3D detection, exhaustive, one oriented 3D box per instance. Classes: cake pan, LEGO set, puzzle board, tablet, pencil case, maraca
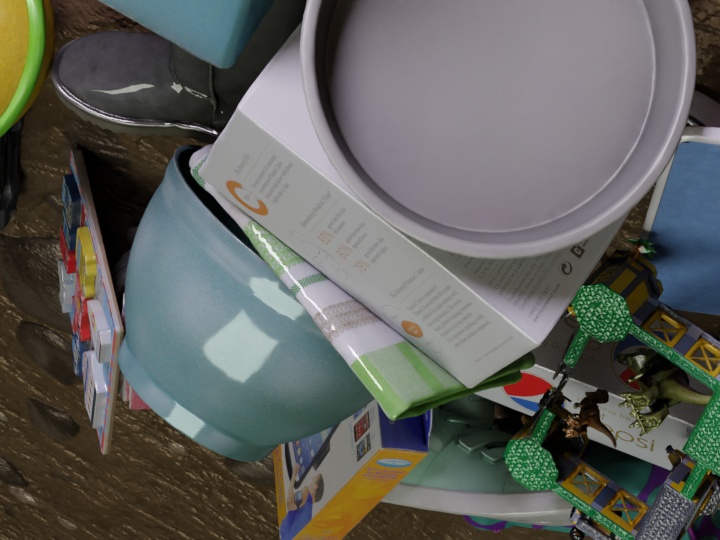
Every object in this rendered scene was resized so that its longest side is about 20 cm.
[{"bbox_3d":[0.068,-0.105,0.995,0.200,0.201,0.037,32,175,-3],"label":"cake pan"},{"bbox_3d":[0.182,0.066,1.156,0.153,0.116,0.201,28,132,21],"label":"LEGO set"},{"bbox_3d":[-0.202,0.027,1.456,0.017,0.151,0.200,-9,152,-15],"label":"puzzle board"},{"bbox_3d":[0.221,-0.021,1.094,0.129,0.014,0.200,7,153,2],"label":"tablet"},{"bbox_3d":[0.165,0.150,1.368,0.199,0.085,0.093,3,131,37],"label":"pencil case"},{"bbox_3d":[-0.271,-0.135,1.271,0.200,0.107,0.138,-34,71,35],"label":"maraca"}]

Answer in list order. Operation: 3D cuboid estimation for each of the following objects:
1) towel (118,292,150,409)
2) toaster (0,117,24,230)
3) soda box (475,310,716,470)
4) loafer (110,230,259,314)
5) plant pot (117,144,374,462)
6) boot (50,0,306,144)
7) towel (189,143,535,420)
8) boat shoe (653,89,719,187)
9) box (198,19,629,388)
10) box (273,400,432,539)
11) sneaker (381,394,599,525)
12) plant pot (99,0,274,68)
[{"bbox_3d":[-0.074,0.056,1.419,0.199,0.030,0.147,1,150,-9],"label":"towel"},{"bbox_3d":[-0.319,-0.083,1.408,0.129,0.114,0.200,29,150,5],"label":"toaster"},{"bbox_3d":[0.152,0.063,1.269,0.199,0.068,0.064,21,147,15],"label":"soda box"},{"bbox_3d":[-0.121,0.007,1.412,0.070,0.070,0.200,42,147,-19],"label":"loafer"},{"bbox_3d":[-0.070,0.035,1.250,0.200,0.134,0.200,34,-166,-9],"label":"plant pot"},{"bbox_3d":[-0.105,-0.155,1.167,0.181,0.073,0.200,10,153,6],"label":"boot"},{"bbox_3d":[0.000,0.000,1.169,0.200,0.149,0.031,52,125,19],"label":"towel"},{"bbox_3d":[0.124,-0.077,1.091,0.199,0.068,0.074,27,149,4],"label":"boat shoe"},{"bbox_3d":[0.026,-0.043,1.077,0.200,0.098,0.124,38,160,-3],"label":"box"},{"bbox_3d":[-0.007,0.104,1.363,0.041,0.120,0.200,7,147,-22],"label":"box"},{"bbox_3d":[0.085,0.107,1.331,0.200,0.119,0.074,3,171,43],"label":"sneaker"},{"bbox_3d":[-0.073,-0.237,0.966,0.141,0.142,0.200,29,142,1],"label":"plant pot"}]
